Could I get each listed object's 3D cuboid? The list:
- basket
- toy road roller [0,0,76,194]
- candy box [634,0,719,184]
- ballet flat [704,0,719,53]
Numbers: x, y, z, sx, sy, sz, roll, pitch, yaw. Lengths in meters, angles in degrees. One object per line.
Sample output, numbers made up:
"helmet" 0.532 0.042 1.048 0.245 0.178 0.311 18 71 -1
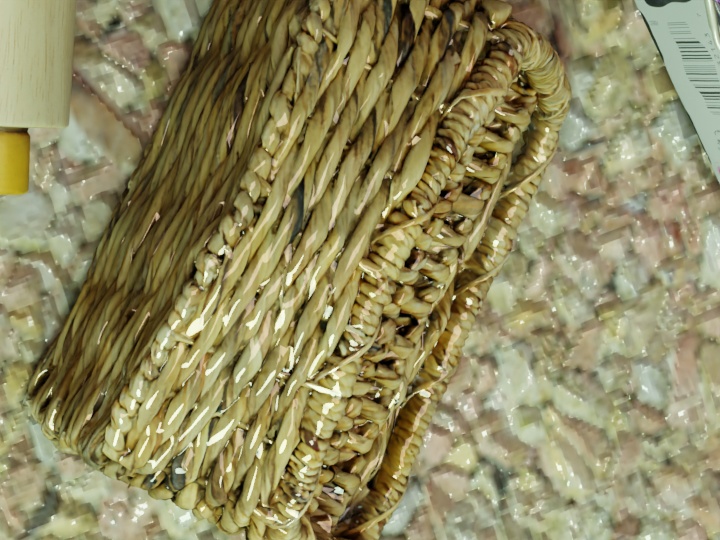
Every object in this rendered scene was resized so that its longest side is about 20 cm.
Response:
"basket" 0.000 0.000 0.924 0.148 0.143 0.201 28 85 -19
"toy road roller" -0.178 -0.087 0.850 0.199 0.146 0.124 2 94 -20
"candy box" 0.223 -0.058 1.039 0.167 0.071 0.201 -30 103 -16
"ballet flat" 0.162 -0.076 0.951 0.069 0.069 0.201 -30 100 -15
